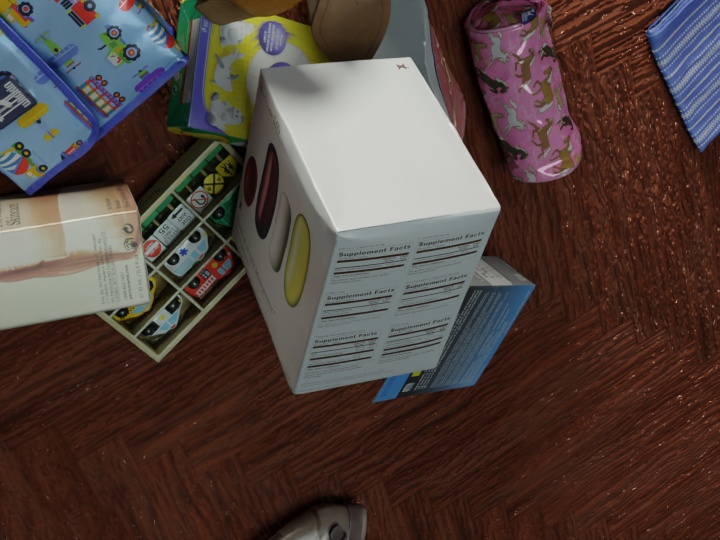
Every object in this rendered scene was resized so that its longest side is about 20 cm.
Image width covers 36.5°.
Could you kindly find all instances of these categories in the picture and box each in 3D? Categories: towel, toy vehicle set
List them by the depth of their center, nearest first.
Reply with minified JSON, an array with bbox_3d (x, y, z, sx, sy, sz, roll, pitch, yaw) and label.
[{"bbox_3d":[-0.167,-0.022,1.032,0.200,0.027,0.124,-46,127,1],"label":"toy vehicle set"},{"bbox_3d":[0.422,-0.257,1.298,0.145,0.024,0.200,-44,128,-5],"label":"towel"}]

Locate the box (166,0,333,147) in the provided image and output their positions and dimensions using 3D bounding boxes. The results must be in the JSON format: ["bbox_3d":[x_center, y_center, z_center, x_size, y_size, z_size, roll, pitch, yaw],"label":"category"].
[{"bbox_3d":[-0.074,-0.166,0.993,0.198,0.048,0.119,7,88,-40],"label":"box"}]

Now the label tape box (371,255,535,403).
[{"bbox_3d":[0.084,0.058,1.162,0.199,0.063,0.145,0,125,-52],"label":"label tape box"}]

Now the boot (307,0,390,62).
[{"bbox_3d":[-0.028,-0.289,0.934,0.069,0.148,0.201,-15,156,-5],"label":"boot"}]

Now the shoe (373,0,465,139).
[{"bbox_3d":[0.052,-0.201,1.073,0.070,0.091,0.203,-15,97,16],"label":"shoe"}]

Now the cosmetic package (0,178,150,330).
[{"bbox_3d":[-0.284,-0.011,0.911,0.197,0.103,0.089,-11,114,-17],"label":"cosmetic package"}]

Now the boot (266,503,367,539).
[{"bbox_3d":[-0.051,0.368,1.277,0.144,0.070,0.203,-12,118,-29],"label":"boot"}]

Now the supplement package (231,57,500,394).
[{"bbox_3d":[-0.007,-0.040,0.935,0.145,0.193,0.201,-9,141,-23],"label":"supplement package"}]

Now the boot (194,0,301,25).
[{"bbox_3d":[-0.119,-0.265,0.820,0.200,0.143,0.072,33,60,-37],"label":"boot"}]

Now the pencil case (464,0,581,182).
[{"bbox_3d":[0.174,-0.189,1.142,0.083,0.085,0.202,-54,135,-38],"label":"pencil case"}]

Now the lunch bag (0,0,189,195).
[{"bbox_3d":[-0.266,-0.171,0.886,0.200,0.094,0.151,-41,125,5],"label":"lunch bag"}]

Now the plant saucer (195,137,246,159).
[{"bbox_3d":[-0.086,-0.100,1.063,0.070,0.019,0.200,-46,129,-4],"label":"plant saucer"}]
